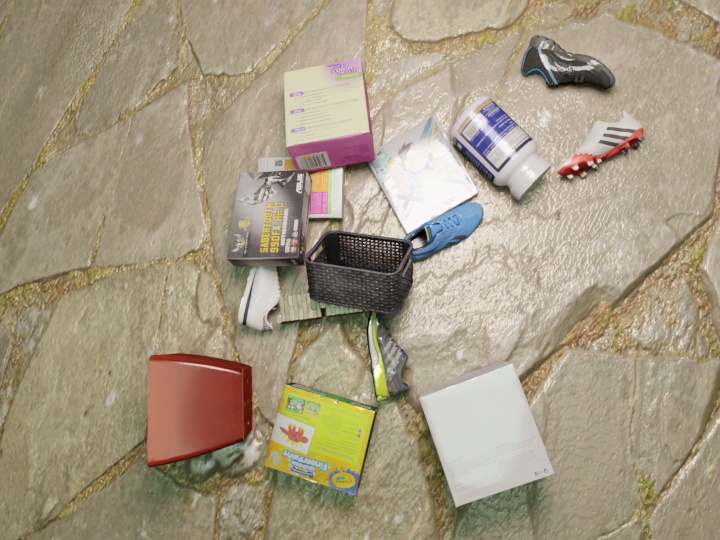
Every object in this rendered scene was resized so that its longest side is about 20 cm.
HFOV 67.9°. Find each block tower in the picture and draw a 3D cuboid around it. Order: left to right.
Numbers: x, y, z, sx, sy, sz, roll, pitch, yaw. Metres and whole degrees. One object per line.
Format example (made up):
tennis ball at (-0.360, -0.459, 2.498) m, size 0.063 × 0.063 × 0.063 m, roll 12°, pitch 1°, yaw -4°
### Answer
block tower at (-0.081, 0.074, 1.144) m, size 0.195 × 0.054 × 0.059 m, roll -10°, pitch 81°, yaw 6°

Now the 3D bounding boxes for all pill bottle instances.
pill bottle at (0.289, -0.250, 1.103) m, size 0.116 × 0.116 × 0.200 m, roll -42°, pitch 80°, yaw 1°

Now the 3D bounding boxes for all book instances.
book at (-0.133, -0.181, 1.187) m, size 0.195 × 0.048 × 0.137 m, roll 2°, pitch 86°, yaw 9°

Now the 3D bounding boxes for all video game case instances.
video game case at (0.132, -0.209, 1.166) m, size 0.180 × 0.022 × 0.203 m, roll -29°, pitch 80°, yaw 3°

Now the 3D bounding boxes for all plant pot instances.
plant pot at (-0.314, 0.270, 1.089) m, size 0.172 × 0.200 × 0.205 m, roll -2°, pitch 83°, yaw -4°

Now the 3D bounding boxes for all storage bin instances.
storage bin at (0.000, 0.000, 1.075) m, size 0.196 × 0.136 × 0.095 m, roll 8°, pitch 124°, yaw 19°

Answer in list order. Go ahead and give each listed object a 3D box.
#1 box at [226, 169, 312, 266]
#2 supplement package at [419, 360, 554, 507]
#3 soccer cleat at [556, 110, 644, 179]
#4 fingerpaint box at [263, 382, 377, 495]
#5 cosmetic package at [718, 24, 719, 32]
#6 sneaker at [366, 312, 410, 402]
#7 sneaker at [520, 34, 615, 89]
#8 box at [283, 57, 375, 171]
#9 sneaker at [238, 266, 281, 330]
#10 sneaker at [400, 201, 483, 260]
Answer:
box at (-0.188, -0.111, 1.124) m, size 0.155 × 0.048 × 0.204 m, roll 0°, pitch 70°, yaw 11°
supplement package at (0.232, 0.304, 1.027) m, size 0.188 × 0.147 × 0.204 m, roll -20°, pitch 81°, yaw 5°
soccer cleat at (0.487, -0.260, 1.107) m, size 0.197 × 0.069 × 0.086 m, roll -27°, pitch 72°, yaw 0°
fingerpaint box at (-0.079, 0.341, 1.101) m, size 0.196 × 0.073 × 0.170 m, roll 13°, pitch 84°, yaw 9°
cosmetic package at (0.809, -0.438, 1.014) m, size 0.120 × 0.199 × 0.205 m, roll -6°, pitch 82°, yaw 6°
sneaker at (0.057, 0.166, 1.114) m, size 0.079 × 0.074 × 0.205 m, roll -7°, pitch 88°, yaw -3°
sneaker at (0.438, -0.421, 1.136) m, size 0.198 × 0.073 × 0.083 m, roll 30°, pitch 104°, yaw 15°
box at (-0.067, -0.330, 1.142) m, size 0.172 × 0.097 × 0.204 m, roll -9°, pitch 65°, yaw 6°
sneaker at (-0.206, 0.029, 1.165) m, size 0.079 × 0.076 × 0.204 m, roll 14°, pitch 89°, yaw -4°
sneaker at (0.173, -0.084, 1.118) m, size 0.197 × 0.078 × 0.067 m, roll -29°, pitch 78°, yaw 2°
